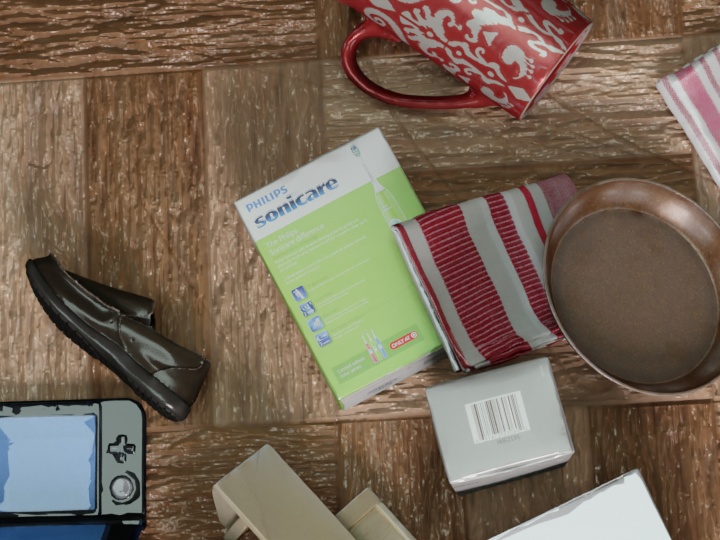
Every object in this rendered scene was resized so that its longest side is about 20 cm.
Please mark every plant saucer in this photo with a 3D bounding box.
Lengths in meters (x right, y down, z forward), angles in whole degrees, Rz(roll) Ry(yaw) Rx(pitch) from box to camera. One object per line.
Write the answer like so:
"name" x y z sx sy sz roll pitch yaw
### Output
"plant saucer" 0.243 0.017 1.553 0.200 0.034 0.201 7 68 -18

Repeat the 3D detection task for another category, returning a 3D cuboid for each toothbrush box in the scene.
"toothbrush box" 0.000 0.000 1.578 0.145 0.086 0.200 -28 80 -4

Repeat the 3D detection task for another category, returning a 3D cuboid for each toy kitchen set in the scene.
"toy kitchen set" -0.090 0.271 1.542 0.163 0.180 0.200 47 46 7

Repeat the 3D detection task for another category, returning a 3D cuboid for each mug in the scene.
"mug" 0.089 -0.224 1.614 0.200 0.178 0.133 37 48 5

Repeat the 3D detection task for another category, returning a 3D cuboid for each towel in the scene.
"towel" 0.134 -0.001 1.548 0.200 0.023 0.144 -16 76 -34
"towel" 0.384 -0.162 1.610 0.200 0.030 0.146 -32 78 -2

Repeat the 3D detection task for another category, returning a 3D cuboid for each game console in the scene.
"game console" -0.292 0.193 1.547 0.200 0.118 0.171 -2 80 3

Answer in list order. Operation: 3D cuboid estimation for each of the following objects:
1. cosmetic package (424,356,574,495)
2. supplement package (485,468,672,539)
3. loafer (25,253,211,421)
"cosmetic package" 0.115 0.132 1.489 0.107 0.200 0.090 -16 77 4
"supplement package" 0.173 0.280 1.501 0.200 0.111 0.156 -25 79 0
"loafer" -0.214 0.049 1.599 0.200 0.073 0.071 41 75 5
